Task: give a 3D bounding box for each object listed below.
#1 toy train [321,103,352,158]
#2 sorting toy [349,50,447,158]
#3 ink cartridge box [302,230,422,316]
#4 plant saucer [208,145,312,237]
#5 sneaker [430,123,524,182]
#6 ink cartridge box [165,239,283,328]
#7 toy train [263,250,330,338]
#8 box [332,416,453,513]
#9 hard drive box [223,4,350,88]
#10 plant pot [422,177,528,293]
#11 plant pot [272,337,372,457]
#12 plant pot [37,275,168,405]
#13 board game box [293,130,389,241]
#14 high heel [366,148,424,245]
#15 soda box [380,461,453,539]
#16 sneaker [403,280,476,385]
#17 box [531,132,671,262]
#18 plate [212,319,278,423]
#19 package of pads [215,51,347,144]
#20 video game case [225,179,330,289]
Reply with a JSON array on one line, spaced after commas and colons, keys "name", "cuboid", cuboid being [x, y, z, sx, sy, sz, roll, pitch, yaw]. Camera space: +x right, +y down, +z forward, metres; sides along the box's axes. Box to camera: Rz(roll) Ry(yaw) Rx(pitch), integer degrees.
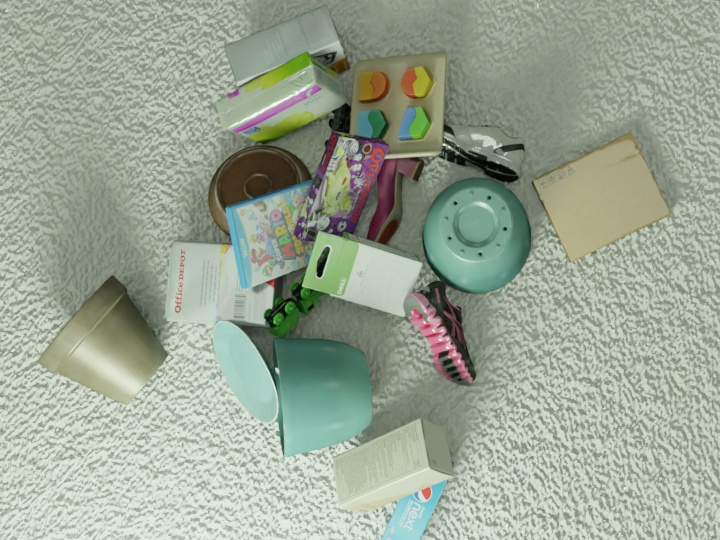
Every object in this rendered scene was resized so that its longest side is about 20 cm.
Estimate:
[{"name": "toy train", "cuboid": [-0.046, -0.210, 1.766, 0.034, 0.045, 0.204, 5, 81, 44]}, {"name": "sorting toy", "cuboid": [0.063, -0.299, 1.726, 0.182, 0.036, 0.204, -1, 75, 24]}, {"name": "ink cartridge box", "cuboid": [0.000, 0.000, 1.688, 0.197, 0.059, 0.106, 17, 102, -15]}, {"name": "plant saucer", "cuboid": [-0.184, -0.147, 1.750, 0.196, 0.035, 0.204, -1, 67, 2]}, {"name": "sneaker", "cuboid": [0.205, -0.231, 1.734, 0.197, 0.074, 0.081, 24, 72, 4]}, {"name": "ink cartridge box", "cuboid": [-0.244, 0.026, 1.746, 0.196, 0.083, 0.149, 4, 86, 6]}, {"name": "toy train", "cuboid": [-0.095, 0.042, 1.711, 0.041, 0.057, 0.200, 19, 54, 42]}, {"name": "box", "cuboid": [0.054, 0.335, 1.637, 0.198, 0.077, 0.096, -28, 54, 29]}, {"name": "hard drive box", "cuboid": [-0.129, -0.384, 1.733, 0.197, 0.156, 0.078, -21, 83, 5]}, {"name": "plant pot", "cuboid": [0.201, -0.068, 1.664, 0.196, 0.161, 0.205, -1, 85, 7]}, {"name": "plant pot", "cuboid": [-0.065, 0.210, 1.660, 0.158, 0.201, 0.205, -5, 84, -8]}, {"name": "plant pot", "cuboid": [-0.447, 0.141, 1.718, 0.173, 0.200, 0.200, 42, 90, -7]}, {"name": "board game box", "cuboid": [-0.034, -0.142, 1.690, 0.032, 0.119, 0.203, 40, 117, 38]}, {"name": "high heel", "cuboid": [0.035, -0.131, 1.748, 0.095, 0.067, 0.202, 26, 86, 24]}, {"name": "soda box", "cuboid": [0.095, 0.416, 1.682, 0.063, 0.068, 0.203, 26, 88, 8]}, {"name": "sneaker", "cuboid": [0.159, 0.107, 1.694, 0.095, 0.078, 0.202, -39, 106, -34]}, {"name": "box", "cuboid": [0.429, -0.130, 1.715, 0.197, 0.021, 0.166, -26, 83, 3]}, {"name": "plate", "cuboid": [-0.196, 0.175, 1.690, 0.025, 0.200, 0.202, -28, 80, -31]}, {"name": "package of pads", "cuboid": [-0.136, -0.302, 1.714, 0.197, 0.154, 0.069, -23, 78, 19]}, {"name": "video game case", "cuboid": [-0.140, -0.066, 1.688, 0.018, 0.198, 0.146, 8, 113, 48]}]
